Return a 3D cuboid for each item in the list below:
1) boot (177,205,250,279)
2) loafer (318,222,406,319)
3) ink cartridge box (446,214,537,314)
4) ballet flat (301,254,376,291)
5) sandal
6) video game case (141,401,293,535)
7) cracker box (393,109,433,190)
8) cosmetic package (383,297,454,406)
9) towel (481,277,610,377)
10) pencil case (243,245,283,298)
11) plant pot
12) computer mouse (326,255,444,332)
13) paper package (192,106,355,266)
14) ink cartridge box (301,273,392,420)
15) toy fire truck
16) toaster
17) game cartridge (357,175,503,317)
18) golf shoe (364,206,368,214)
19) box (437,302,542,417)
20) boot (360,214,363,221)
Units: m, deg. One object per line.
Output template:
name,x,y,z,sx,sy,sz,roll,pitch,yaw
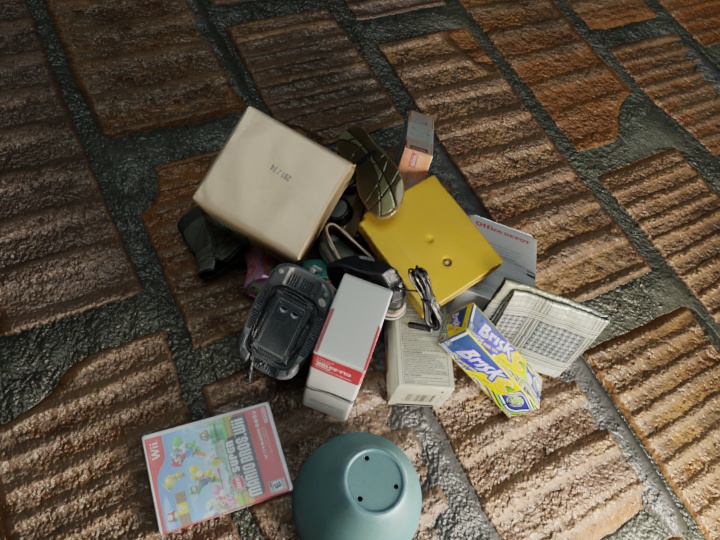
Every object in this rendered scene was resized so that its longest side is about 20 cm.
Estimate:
boot,-0.220,-0.082,1.119,0.199,0.068,0.131,-40,62,7
loafer,0.000,0.000,1.080,0.072,0.063,0.200,-36,67,-23
ink cartridge box,0.245,0.009,1.197,0.144,0.086,0.202,19,46,-1
ballet flat,-0.019,0.011,1.156,0.196,0.068,0.069,2,52,-14
sandal,0.021,-0.168,1.106,0.080,0.054,0.201,-32,58,6
video game case,-0.214,0.291,0.964,0.197,0.018,0.145,-12,63,-20
cracker box,0.095,-0.208,1.240,0.057,0.135,0.201,16,33,-4
cosmetic package,0.095,0.122,1.104,0.102,0.088,0.203,5,59,-9
towel,0.294,0.107,1.103,0.197,0.194,0.035,19,50,-2
pencil case,-0.168,-0.047,1.147,0.086,0.088,0.203,1,58,-13
plant pot,0.005,0.321,0.932,0.197,0.135,0.203,6,58,-10
computer mouse,0.046,0.032,1.013,0.198,0.141,0.046,5,46,38
paper package,-0.140,-0.130,1.049,0.198,0.104,0.192,29,77,0
ink cartridge box,-0.024,0.125,1.007,0.083,0.201,0.146,19,56,3
toy fire truck,-0.085,-0.155,1.192,0.197,0.129,0.178,8,67,23
toaster,-0.114,0.085,1.020,0.112,0.129,0.202,26,93,4
game cartridge,0.114,-0.045,1.084,0.175,0.033,0.201,-30,71,-20
golf shoe,0.083,-0.048,1.152,0.198,0.092,0.075,33,23,12
box,0.220,0.152,1.076,0.200,0.064,0.070,45,41,-17
boot,0.037,-0.075,1.230,0.199,0.074,0.075,39,70,20
